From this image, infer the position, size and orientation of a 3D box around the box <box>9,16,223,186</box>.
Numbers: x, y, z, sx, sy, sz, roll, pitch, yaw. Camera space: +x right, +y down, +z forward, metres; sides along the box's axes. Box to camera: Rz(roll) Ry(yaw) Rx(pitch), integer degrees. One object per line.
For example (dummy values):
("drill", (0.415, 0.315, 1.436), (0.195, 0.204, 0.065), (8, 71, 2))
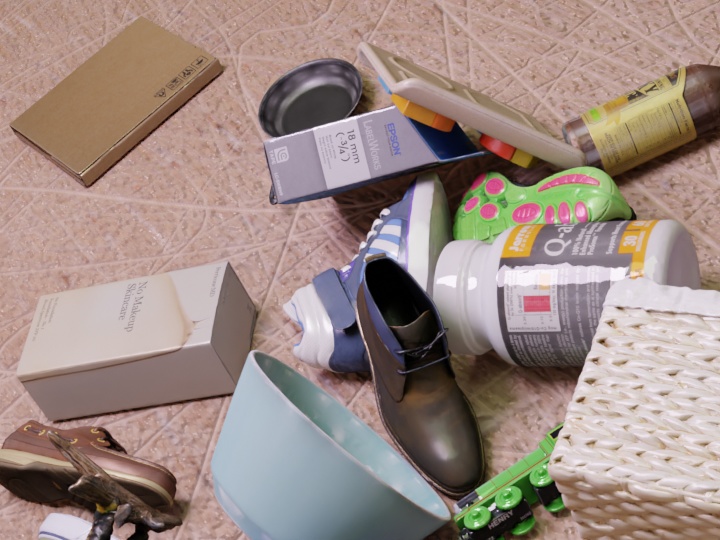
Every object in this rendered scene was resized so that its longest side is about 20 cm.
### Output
("box", (-0.269, -0.189, 1.958), (0.200, 0.021, 0.163), (-43, 43, -15))

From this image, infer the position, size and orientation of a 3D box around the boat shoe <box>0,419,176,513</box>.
("boat shoe", (-0.237, 0.165, 1.554), (0.198, 0.072, 0.068), (5, 53, 35))

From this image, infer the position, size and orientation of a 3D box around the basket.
("basket", (0.254, 0.135, 1.228), (0.198, 0.199, 0.162), (10, 55, 34))

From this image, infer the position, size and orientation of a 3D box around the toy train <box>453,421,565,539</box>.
("toy train", (0.155, 0.149, 1.386), (0.199, 0.042, 0.056), (-32, 32, -4))

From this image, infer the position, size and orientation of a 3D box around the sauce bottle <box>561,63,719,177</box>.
("sauce bottle", (0.278, -0.142, 1.590), (0.198, 0.065, 0.065), (-24, 42, 2))

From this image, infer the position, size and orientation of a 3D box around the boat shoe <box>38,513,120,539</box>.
("boat shoe", (-0.200, 0.256, 1.447), (0.199, 0.072, 0.062), (20, 65, 39))

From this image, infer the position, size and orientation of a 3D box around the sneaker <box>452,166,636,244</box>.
("sneaker", (0.155, -0.041, 1.553), (0.199, 0.083, 0.077), (3, 66, 51))

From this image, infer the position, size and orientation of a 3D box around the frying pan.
("frying pan", (-0.044, -0.141, 1.784), (0.114, 0.031, 0.191), (-20, 46, 9))

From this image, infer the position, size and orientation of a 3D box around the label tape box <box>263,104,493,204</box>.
("label tape box", (0.031, -0.115, 1.631), (0.198, 0.064, 0.144), (-14, 1, 19))

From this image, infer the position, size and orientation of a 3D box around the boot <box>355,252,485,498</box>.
("boot", (0.042, 0.081, 1.427), (0.074, 0.097, 0.201), (-24, 67, -5))

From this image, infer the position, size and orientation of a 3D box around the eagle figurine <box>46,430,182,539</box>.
("eagle figurine", (-0.225, 0.251, 1.363), (0.151, 0.151, 0.201), (37, 90, 24))

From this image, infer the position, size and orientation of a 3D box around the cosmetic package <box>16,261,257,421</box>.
("cosmetic package", (-0.203, 0.066, 1.634), (0.198, 0.073, 0.104), (-12, 44, 19))

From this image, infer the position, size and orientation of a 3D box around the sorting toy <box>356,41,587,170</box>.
("sorting toy", (0.092, -0.139, 1.583), (0.037, 0.183, 0.200), (-65, 17, 10))

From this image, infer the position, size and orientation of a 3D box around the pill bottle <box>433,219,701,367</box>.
("pill bottle", (0.166, 0.020, 1.449), (0.198, 0.117, 0.117), (-1, 48, 26))

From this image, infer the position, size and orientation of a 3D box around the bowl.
("bowl", (-0.038, 0.164, 1.381), (0.105, 0.200, 0.201), (-50, 43, 4))

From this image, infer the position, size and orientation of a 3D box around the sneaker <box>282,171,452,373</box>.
("sneaker", (0.000, 0.000, 1.582), (0.145, 0.081, 0.202), (-6, 52, 18))
